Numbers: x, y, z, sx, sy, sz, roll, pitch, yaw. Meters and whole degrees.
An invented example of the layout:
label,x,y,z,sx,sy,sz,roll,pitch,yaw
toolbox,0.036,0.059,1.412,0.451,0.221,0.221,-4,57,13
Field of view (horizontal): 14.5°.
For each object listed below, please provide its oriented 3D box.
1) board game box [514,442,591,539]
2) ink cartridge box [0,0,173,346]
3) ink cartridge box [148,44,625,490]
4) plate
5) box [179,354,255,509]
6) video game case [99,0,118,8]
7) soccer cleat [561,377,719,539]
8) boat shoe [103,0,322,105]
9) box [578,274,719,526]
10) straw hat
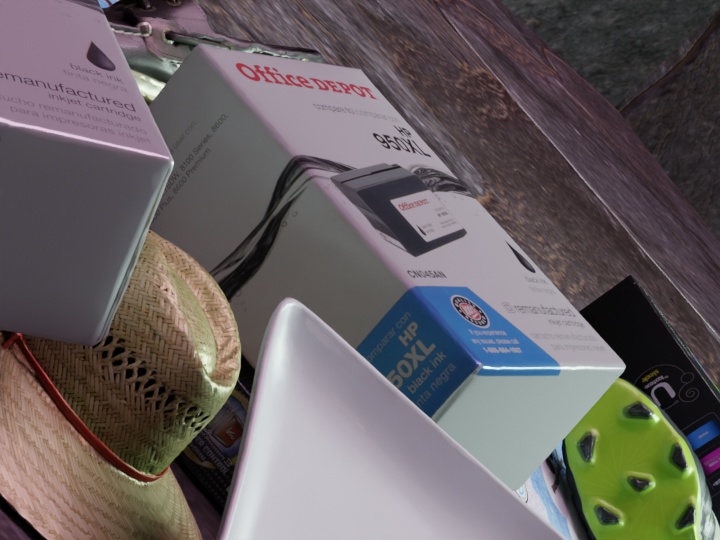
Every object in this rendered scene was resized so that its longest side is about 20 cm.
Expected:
label,x,y,z,sx,sy,sz,roll,pitch,yaw
board game box,0.085,0.102,1.414,0.199,0.043,0.200,53,19,-36
ink cartridge box,-0.167,-0.072,1.026,0.144,0.084,0.200,11,28,-27
ink cartridge box,0.000,0.000,1.239,0.200,0.084,0.144,49,21,22
plate,0.008,0.142,1.031,0.199,0.032,0.201,43,42,-29
box,-0.064,0.040,1.265,0.200,0.044,0.160,49,11,8
video game case,-0.175,-0.167,1.572,0.200,0.045,0.181,48,10,6
soccer cleat,0.152,0.143,1.395,0.201,0.067,0.081,60,-11,-5
boat shoe,-0.103,-0.112,1.432,0.200,0.066,0.072,18,-5,-37
box,0.174,0.133,1.599,0.149,0.124,0.200,51,5,-42
straw hat,-0.093,0.030,1.075,0.201,0.085,0.201,45,12,-12
